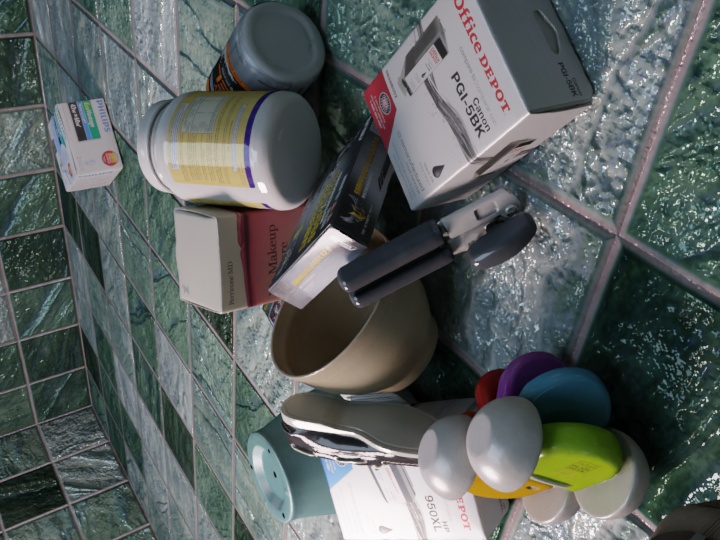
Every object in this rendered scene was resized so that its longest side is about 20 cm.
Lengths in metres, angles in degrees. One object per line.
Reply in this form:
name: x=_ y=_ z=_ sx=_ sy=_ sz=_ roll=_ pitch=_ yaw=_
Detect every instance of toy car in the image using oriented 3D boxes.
toy car: x=0.166 y=0.156 z=0.682 sx=0.200 sy=0.175 sz=0.150 roll=-41 pitch=33 yaw=57

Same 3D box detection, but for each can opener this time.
can opener: x=0.075 y=-0.014 z=0.697 sx=0.053 sy=0.200 sz=0.067 roll=55 pitch=-170 yaw=-41

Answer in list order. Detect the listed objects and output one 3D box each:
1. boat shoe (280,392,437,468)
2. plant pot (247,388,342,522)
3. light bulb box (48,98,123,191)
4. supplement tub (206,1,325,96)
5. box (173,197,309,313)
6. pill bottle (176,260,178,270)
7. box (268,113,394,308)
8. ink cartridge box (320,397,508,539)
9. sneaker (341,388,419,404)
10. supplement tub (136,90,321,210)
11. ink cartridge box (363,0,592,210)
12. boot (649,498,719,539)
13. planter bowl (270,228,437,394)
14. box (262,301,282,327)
boat shoe: x=0.004 y=0.189 z=0.788 sx=0.200 sy=0.074 sz=0.060 roll=6 pitch=120 yaw=16
plant pot: x=-0.054 y=0.269 z=1.027 sx=0.200 sy=0.188 sz=0.200 roll=31 pitch=130 yaw=47
light bulb box: x=-0.747 y=-0.336 z=1.898 sx=0.200 sy=0.125 sz=0.199 roll=-14 pitch=92 yaw=60
supplement tub: x=-0.140 y=-0.265 z=0.969 sx=0.200 sy=0.122 sz=0.123 roll=-32 pitch=78 yaw=58
box: x=-0.137 y=-0.029 z=0.954 sx=0.109 sy=0.200 sz=0.128 roll=13 pitch=110 yaw=45
pill bottle: x=-0.247 y=0.000 z=1.274 sx=0.200 sy=0.114 sz=0.115 roll=19 pitch=120 yaw=53
box: x=-0.024 y=-0.073 z=0.812 sx=0.048 sy=0.200 sz=0.158 roll=31 pitch=141 yaw=-15
ink cartridge box: x=0.061 y=0.244 z=0.854 sx=0.200 sy=0.084 sz=0.145 roll=-13 pitch=95 yaw=31
sneaker: x=0.056 y=0.187 z=0.946 sx=0.200 sy=0.082 sz=0.074 roll=46 pitch=109 yaw=10
supplement tub: x=-0.166 y=-0.155 z=0.894 sx=0.200 sy=0.145 sz=0.146 roll=7 pitch=114 yaw=24
ink cartridge box: x=0.101 y=-0.167 z=0.670 sx=0.200 sy=0.083 sz=0.147 roll=-39 pitch=71 yaw=58
boot: x=0.300 y=0.207 z=0.473 sx=0.200 sy=0.146 sz=0.070 roll=-6 pitch=97 yaw=58
planter bowl: x=0.007 y=0.068 z=0.844 sx=0.135 sy=0.200 sz=0.200 roll=37 pitch=164 yaw=-29
box: x=-0.095 y=0.056 z=1.133 sx=0.137 sy=0.038 sz=0.200 roll=58 pitch=146 yaw=23
